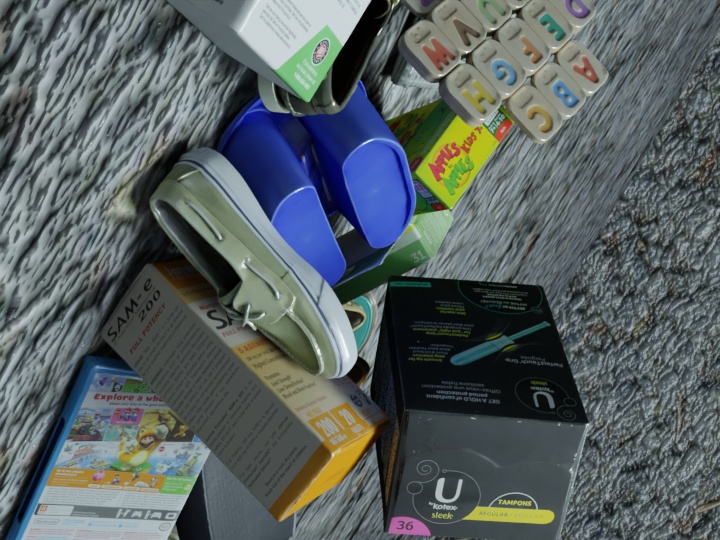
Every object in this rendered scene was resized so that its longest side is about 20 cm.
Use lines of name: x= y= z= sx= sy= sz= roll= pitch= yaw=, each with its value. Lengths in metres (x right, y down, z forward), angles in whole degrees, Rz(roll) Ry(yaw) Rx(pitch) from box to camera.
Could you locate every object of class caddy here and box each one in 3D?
caddy: x=-0.038 y=-0.076 z=0.912 sx=0.140 sy=0.105 sz=0.201 roll=-35 pitch=154 yaw=-7

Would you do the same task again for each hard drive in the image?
hard drive: x=-0.115 y=0.195 z=1.062 sx=0.134 sy=0.042 sz=0.203 roll=-32 pitch=128 yaw=-41

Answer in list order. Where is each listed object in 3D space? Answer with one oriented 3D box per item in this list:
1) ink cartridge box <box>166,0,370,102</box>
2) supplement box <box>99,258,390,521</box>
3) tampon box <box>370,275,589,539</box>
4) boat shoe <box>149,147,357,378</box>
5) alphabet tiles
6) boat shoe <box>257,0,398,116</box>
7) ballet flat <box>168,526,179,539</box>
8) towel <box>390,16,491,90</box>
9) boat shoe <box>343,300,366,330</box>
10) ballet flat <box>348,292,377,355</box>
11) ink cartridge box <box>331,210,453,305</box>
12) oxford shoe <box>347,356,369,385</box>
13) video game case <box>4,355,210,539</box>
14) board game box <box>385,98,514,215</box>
ink cartridge box: x=-0.030 y=-0.226 z=0.700 sx=0.202 sy=0.083 sz=0.146 roll=-58 pitch=163 yaw=0
supplement box: x=-0.085 y=0.082 z=0.873 sx=0.074 sy=0.200 sz=0.126 roll=-51 pitch=167 yaw=17
tampon box: x=0.091 y=0.113 z=0.965 sx=0.201 sy=0.147 sz=0.128 roll=-95 pitch=-169 yaw=-59
boat shoe: x=-0.080 y=0.007 z=0.826 sx=0.062 sy=0.201 sz=0.072 roll=-46 pitch=-165 yaw=-34
alphabet tiles: x=0.121 y=-0.210 z=0.979 sx=0.200 sy=0.196 sz=0.015 roll=-43 pitch=180 yaw=-33
boat shoe: x=-0.005 y=-0.194 z=0.822 sx=0.204 sy=0.059 sz=0.072 roll=-64 pitch=151 yaw=-23
ballet flat: x=-0.186 y=0.275 z=1.205 sx=0.062 sy=0.068 sz=0.201 roll=-23 pitch=149 yaw=-12
towel: x=0.105 y=-0.268 z=1.126 sx=0.199 sy=0.034 sz=0.195 roll=-12 pitch=128 yaw=-65
boat shoe: x=-0.058 y=0.050 z=1.141 sx=0.199 sy=0.062 sz=0.074 roll=-27 pitch=146 yaw=-59
ballet flat: x=-0.027 y=0.080 z=1.308 sx=0.068 sy=0.067 sz=0.202 roll=-68 pitch=-177 yaw=-54
ink cartridge box: x=0.000 y=0.000 z=1.063 sx=0.144 sy=0.048 sz=0.200 roll=-28 pitch=-166 yaw=26
oxford shoe: x=-0.043 y=0.096 z=1.036 sx=0.200 sy=0.070 sz=0.072 roll=42 pitch=64 yaw=-71
video game case: x=-0.195 y=0.166 z=0.919 sx=0.142 sy=0.018 sz=0.202 roll=14 pitch=110 yaw=-42
board game box: x=0.050 y=-0.100 z=1.039 sx=0.102 sy=0.048 sz=0.199 roll=-54 pitch=-163 yaw=-16
